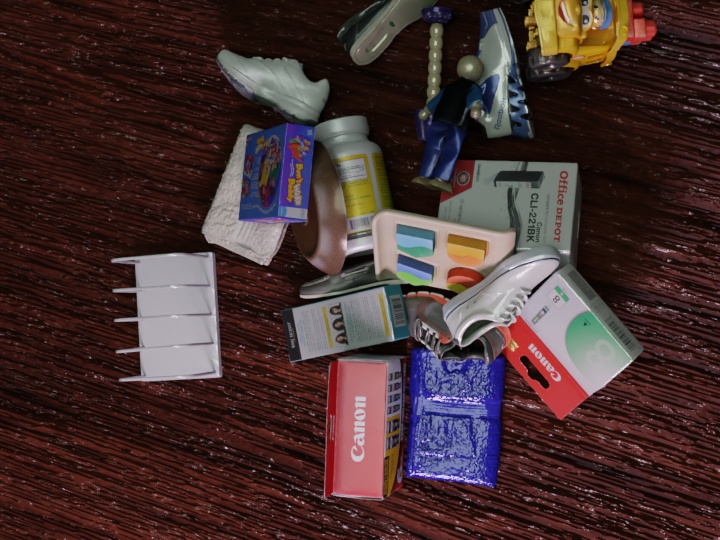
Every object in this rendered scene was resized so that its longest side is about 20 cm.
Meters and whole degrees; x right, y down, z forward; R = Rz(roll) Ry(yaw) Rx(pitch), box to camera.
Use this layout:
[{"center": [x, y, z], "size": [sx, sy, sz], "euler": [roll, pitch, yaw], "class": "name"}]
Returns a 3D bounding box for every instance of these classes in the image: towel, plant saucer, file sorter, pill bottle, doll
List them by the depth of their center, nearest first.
[{"center": [0.129, -0.217, 1.654], "size": [0.136, 0.048, 0.202], "euler": [17, 88, 56], "class": "doll"}, {"center": [-0.071, -0.091, 1.698], "size": [0.036, 0.200, 0.203], "euler": [-10, 85, -21], "class": "plant saucer"}, {"center": [0.140, 0.220, 1.721], "size": [0.146, 0.050, 0.203], "euler": [3, 90, 16], "class": "towel"}, {"center": [-0.012, -0.126, 1.736], "size": [0.111, 0.112, 0.202], "euler": [-12, 85, 14], "class": "pill bottle"}, {"center": [-0.311, 0.075, 1.807], "size": [0.137, 0.124, 0.203], "euler": [-4, 88, 15], "class": "file sorter"}, {"center": [-0.165, -0.121, 1.818], "size": [0.131, 0.034, 0.202], "euler": [22, 94, 14], "class": "towel"}]

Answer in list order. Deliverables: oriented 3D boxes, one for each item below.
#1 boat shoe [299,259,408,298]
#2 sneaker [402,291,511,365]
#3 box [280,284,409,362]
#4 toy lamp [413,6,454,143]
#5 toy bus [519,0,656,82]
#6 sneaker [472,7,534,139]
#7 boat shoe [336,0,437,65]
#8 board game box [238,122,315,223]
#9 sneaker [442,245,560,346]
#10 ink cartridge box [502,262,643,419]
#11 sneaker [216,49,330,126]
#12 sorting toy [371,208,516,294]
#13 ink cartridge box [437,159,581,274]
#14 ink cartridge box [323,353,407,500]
[{"center": [0.000, 0.000, 1.753], "size": [0.198, 0.067, 0.058], "euler": [-10, 97, 8], "class": "boat shoe"}, {"center": [0.119, 0.091, 1.693], "size": [0.198, 0.082, 0.078], "euler": [10, 132, 24], "class": "sneaker"}, {"center": [-0.025, 0.081, 1.736], "size": [0.198, 0.049, 0.083], "euler": [-14, 86, 34], "class": "box"}, {"center": [0.111, -0.294, 1.736], "size": [0.057, 0.058, 0.203], "euler": [2, 87, 15], "class": "toy lamp"}, {"center": [0.322, -0.348, 1.612], "size": [0.190, 0.200, 0.138], "euler": [-3, 89, 7], "class": "toy bus"}, {"center": [0.184, -0.283, 1.702], "size": [0.114, 0.081, 0.202], "euler": [-13, 87, 12], "class": "sneaker"}, {"center": [0.049, -0.405, 1.749], "size": [0.200, 0.072, 0.068], "euler": [-41, 55, 6], "class": "boat shoe"}, {"center": [-0.127, -0.140, 1.697], "size": [0.044, 0.200, 0.136], "euler": [6, 89, -22], "class": "board game box"}, {"center": [0.205, 0.040, 1.604], "size": [0.199, 0.073, 0.071], "euler": [-38, 56, 31], "class": "sneaker"}, {"center": [0.284, 0.112, 1.636], "size": [0.161, 0.050, 0.200], "euler": [50, 130, 12], "class": "ink cartridge box"}, {"center": [-0.136, -0.300, 1.804], "size": [0.199, 0.075, 0.088], "euler": [29, 84, 7], "class": "sneaker"}, {"center": [0.116, -0.016, 1.620], "size": [0.197, 0.186, 0.037], "euler": [7, 61, 8], "class": "sorting toy"}, {"center": [0.218, -0.078, 1.666], "size": [0.198, 0.084, 0.146], "euler": [3, 67, 14], "class": "ink cartridge box"}, {"center": [0.009, 0.230, 1.691], "size": [0.083, 0.175, 0.203], "euler": [2, 90, 15], "class": "ink cartridge box"}]
